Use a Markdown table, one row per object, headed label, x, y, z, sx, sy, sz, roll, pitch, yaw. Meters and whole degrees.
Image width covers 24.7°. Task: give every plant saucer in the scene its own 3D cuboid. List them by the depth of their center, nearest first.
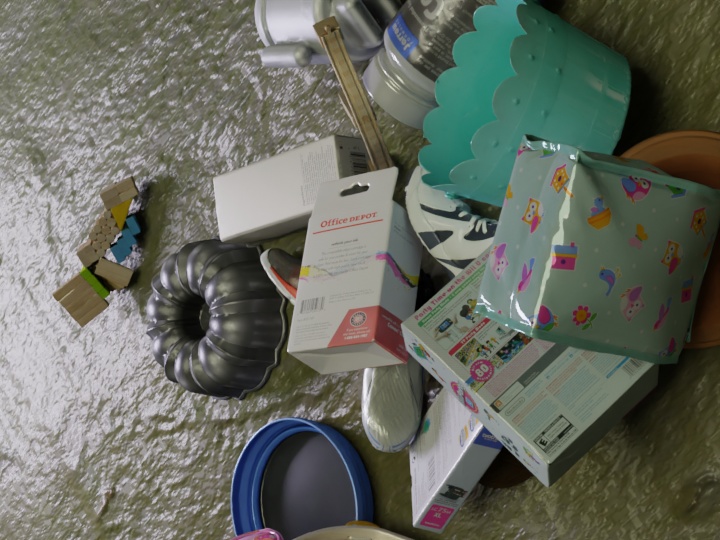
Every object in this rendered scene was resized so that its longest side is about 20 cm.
| label | x | y | z | sx | sy | sz | roll | pitch | yaw |
| --- | --- | --- | --- | --- | --- | --- | --- | --- | --- |
| plant saucer | 0.301 | -0.028 | 1.497 | 0.198 | 0.037 | 0.202 | 1 | 95 | 8 |

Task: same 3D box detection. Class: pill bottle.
| label | x | y | z | sx | sy | sz | roll | pitch | yaw |
| --- | --- | --- | --- | --- | --- | --- | --- | --- | --- |
| pill bottle | 0.095 | -0.250 | 1.700 | 0.200 | 0.113 | 0.114 | -52 | 58 | 27 |

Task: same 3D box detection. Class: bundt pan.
| label | x | y | z | sx | sy | sz | roll | pitch | yaw |
| --- | --- | --- | --- | --- | --- | --- | --- | --- | --- |
| bundt pan | -0.183 | 0.056 | 1.961 | 0.201 | 0.075 | 0.204 | -1 | 88 | 42 |

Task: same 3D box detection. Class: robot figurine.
| label | x | y | z | sx | sy | sz | roll | pitch | yaw |
| --- | --- | --- | --- | --- | --- | --- | --- | --- | --- |
| robot figurine | -0.040 | -0.285 | 1.811 | 0.199 | 0.113 | 0.170 | 6 | 48 | 51 |

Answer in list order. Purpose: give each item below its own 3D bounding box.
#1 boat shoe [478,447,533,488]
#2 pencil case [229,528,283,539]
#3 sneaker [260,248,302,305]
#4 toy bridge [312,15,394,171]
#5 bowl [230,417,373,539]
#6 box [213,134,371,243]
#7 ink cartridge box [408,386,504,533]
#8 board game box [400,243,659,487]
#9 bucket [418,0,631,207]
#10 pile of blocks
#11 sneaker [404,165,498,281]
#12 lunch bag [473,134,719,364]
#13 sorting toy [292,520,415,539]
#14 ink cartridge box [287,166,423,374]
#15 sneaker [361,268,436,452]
| label | x | y | z | sx | sy | sz | roll | pitch | yaw |
| --- | --- | --- | --- | --- | --- | --- | --- | --- | --- |
| boat shoe | 0.170 | 0.133 | 1.664 | 0.072 | 0.072 | 0.201 | -103 | 31 | -53 |
| pencil case | -0.097 | 0.388 | 1.824 | 0.087 | 0.087 | 0.201 | 3 | 117 | 41 |
| sneaker | -0.030 | 0.024 | 1.847 | 0.082 | 0.077 | 0.200 | -48 | 56 | -2 |
| toy bridge | -0.002 | -0.174 | 1.742 | 0.027 | 0.201 | 0.067 | -24 | 34 | -1 |
| bowl | -0.066 | 0.269 | 1.875 | 0.200 | 0.039 | 0.202 | -2 | 87 | 41 |
| box | -0.074 | -0.090 | 1.874 | 0.199 | 0.068 | 0.083 | -14 | 79 | 40 |
| ink cartridge box | 0.105 | 0.159 | 1.666 | 0.120 | 0.042 | 0.201 | -92 | 22 | -47 |
| board game box | 0.158 | 0.079 | 1.545 | 0.147 | 0.064 | 0.200 | -40 | 64 | -13 |
| bucket | 0.157 | -0.152 | 1.581 | 0.208 | 0.134 | 0.208 | -58 | 19 | 34 |
| pile of blocks | -0.323 | -0.027 | 2.107 | 0.201 | 0.082 | 0.062 | -63 | 10 | 9 |
| sneaker | 0.133 | -0.042 | 1.688 | 0.129 | 0.079 | 0.200 | -33 | 63 | 30 |
| lunch bag | 0.219 | -0.013 | 1.428 | 0.122 | 0.199 | 0.172 | 22 | 99 | 60 |
| sorting toy | 0.022 | 0.380 | 1.762 | 0.199 | 0.107 | 0.181 | 16 | 116 | 25 |
| ink cartridge box | 0.000 | 0.000 | 1.731 | 0.116 | 0.067 | 0.201 | -9 | 61 | 36 |
| sneaker | 0.038 | 0.095 | 1.761 | 0.073 | 0.071 | 0.202 | 117 | 164 | -74 |
